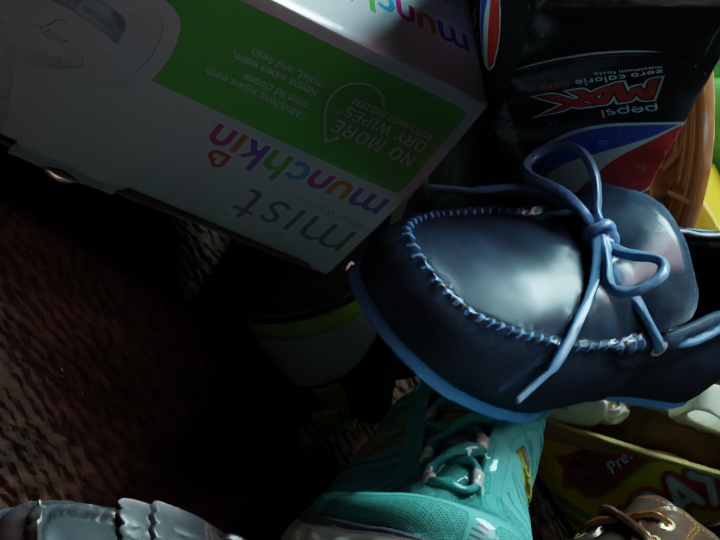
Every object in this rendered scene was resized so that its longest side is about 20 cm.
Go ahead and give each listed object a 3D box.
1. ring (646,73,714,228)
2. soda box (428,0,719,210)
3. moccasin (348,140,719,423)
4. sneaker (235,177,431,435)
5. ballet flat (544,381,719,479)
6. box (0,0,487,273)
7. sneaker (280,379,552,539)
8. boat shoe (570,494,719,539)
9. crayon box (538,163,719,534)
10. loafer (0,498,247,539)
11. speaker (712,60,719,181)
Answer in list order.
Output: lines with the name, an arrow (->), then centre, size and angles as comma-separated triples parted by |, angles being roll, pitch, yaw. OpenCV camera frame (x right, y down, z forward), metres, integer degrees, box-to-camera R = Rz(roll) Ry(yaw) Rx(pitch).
ring -> 0.074, -0.090, 0.841 | 0.019, 0.201, 0.202 | -16, 70, -21
soda box -> 0.066, -0.065, 0.710 | 0.200, 0.063, 0.071 | 105, -18, -67
moccasin -> 0.071, -0.002, 0.686 | 0.199, 0.068, 0.081 | -1, 53, -57
sneaker -> 0.000, 0.000, 0.821 | 0.200, 0.071, 0.083 | -57, 132, -62
ballet flat -> 0.119, 0.043, 0.854 | 0.063, 0.198, 0.069 | 47, 60, -76
box -> -0.074, -0.119, 0.705 | 0.199, 0.097, 0.177 | 24, 39, -29
sneaker -> 0.024, 0.063, 0.687 | 0.077, 0.080, 0.200 | 22, 4, -1
boat shoe -> 0.104, 0.118, 0.815 | 0.199, 0.070, 0.071 | 7, 87, -53
crayon box -> 0.127, 0.047, 0.918 | 0.201, 0.127, 0.051 | 56, 23, -1
loafer -> -0.023, 0.106, 0.622 | 0.200, 0.063, 0.072 | 37, 30, -41
speaker -> 0.142, -0.059, 0.977 | 0.088, 0.199, 0.089 | -1, 92, -43
